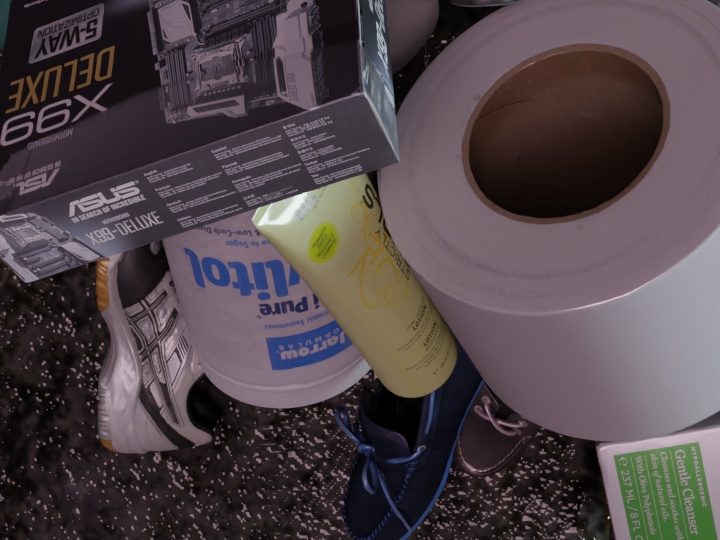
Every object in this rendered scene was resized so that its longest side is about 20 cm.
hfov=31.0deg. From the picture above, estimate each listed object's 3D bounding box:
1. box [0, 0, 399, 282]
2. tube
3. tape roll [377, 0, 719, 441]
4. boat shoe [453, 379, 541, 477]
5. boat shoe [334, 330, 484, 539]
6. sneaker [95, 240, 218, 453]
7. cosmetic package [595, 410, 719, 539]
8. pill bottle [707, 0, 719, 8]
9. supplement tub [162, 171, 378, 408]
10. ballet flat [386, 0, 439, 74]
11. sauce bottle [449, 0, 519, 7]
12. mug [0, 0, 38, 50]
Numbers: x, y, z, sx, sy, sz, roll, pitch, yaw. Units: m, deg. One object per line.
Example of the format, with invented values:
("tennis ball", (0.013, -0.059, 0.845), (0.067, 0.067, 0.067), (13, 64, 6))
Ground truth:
("box", (-0.083, -0.094, 0.626), (0.197, 0.160, 0.050), (-16, 139, 15))
("tube", (0.000, 0.000, 0.684), (0.051, 0.059, 0.201), (-23, 140, 8))
("tape roll", (0.125, -0.031, 0.684), (0.200, 0.205, 0.140), (-17, 143, 15))
("boat shoe", (0.106, 0.054, 0.823), (0.066, 0.057, 0.202), (27, 110, 1))
("boat shoe", (0.023, 0.090, 0.833), (0.084, 0.068, 0.203), (38, 117, 44))
("sneaker", (-0.128, 0.027, 0.860), (0.086, 0.076, 0.203), (3, 115, 0))
("cosmetic package", (0.237, 0.112, 0.714), (0.197, 0.085, 0.109), (-12, 102, 16))
("pill bottle", (0.227, -0.160, 0.702), (0.198, 0.117, 0.117), (29, 110, 0))
("supplement tub", (-0.052, -0.033, 0.750), (0.130, 0.133, 0.202), (1, 134, 10))
("ballet flat", (-0.046, -0.127, 0.792), (0.197, 0.070, 0.070), (-17, 104, 15))
("sauce bottle", (0.061, -0.236, 0.644), (0.065, 0.066, 0.203), (-1, 109, 11))
("mug", (-0.162, -0.190, 0.731), (0.151, 0.185, 0.115), (-33, 100, -3))
